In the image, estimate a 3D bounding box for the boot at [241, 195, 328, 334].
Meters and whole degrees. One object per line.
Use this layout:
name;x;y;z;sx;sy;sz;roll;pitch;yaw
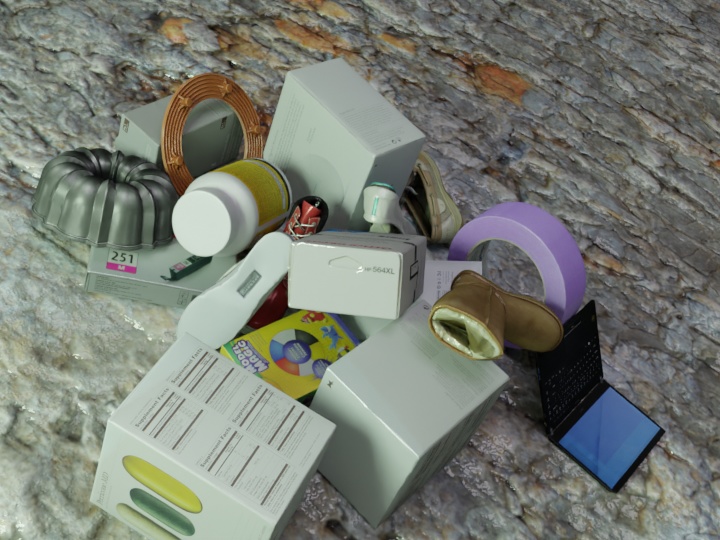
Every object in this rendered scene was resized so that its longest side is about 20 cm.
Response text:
boot;-0.103;-0.013;1.360;0.071;0.145;0.201;26;42;1

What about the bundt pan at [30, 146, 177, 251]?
bundt pan;-0.335;-0.106;1.347;0.198;0.077;0.203;14;22;-6

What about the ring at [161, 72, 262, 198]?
ring;-0.209;-0.183;1.464;0.019;0.204;0.200;5;27;37

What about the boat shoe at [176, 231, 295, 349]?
boat shoe;-0.154;0.027;1.294;0.071;0.200;0.070;43;6;2

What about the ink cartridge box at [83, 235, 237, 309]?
ink cartridge box;-0.266;-0.029;1.375;0.196;0.044;0.176;11;45;-16

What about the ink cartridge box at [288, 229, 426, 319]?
ink cartridge box;0.000;0.000;1.297;0.143;0.086;0.200;6;9;12

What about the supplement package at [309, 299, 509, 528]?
supplement package;0.050;0.172;1.237;0.151;0.152;0.199;41;43;18

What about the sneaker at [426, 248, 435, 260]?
sneaker;0.091;0.046;1.456;0.086;0.077;0.201;-12;43;-26

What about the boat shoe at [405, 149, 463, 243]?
boat shoe;0.094;-0.126;1.630;0.062;0.073;0.203;-5;57;-36

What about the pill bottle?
pill bottle;-0.174;-0.084;1.366;0.111;0.114;0.200;31;20;7

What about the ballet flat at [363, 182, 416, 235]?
ballet flat;0.036;-0.061;1.451;0.068;0.200;0.071;-3;71;10

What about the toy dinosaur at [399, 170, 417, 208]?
toy dinosaur;0.021;-0.173;1.607;0.076;0.103;0.201;-23;70;-42

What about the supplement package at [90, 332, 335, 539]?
supplement package;-0.159;0.208;1.085;0.198;0.153;0.151;30;42;6

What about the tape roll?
tape roll;0.223;0.007;1.454;0.200;0.202;0.065;41;43;19

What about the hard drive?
hard drive;0.070;0.045;1.400;0.195;0.026;0.134;1;56;7

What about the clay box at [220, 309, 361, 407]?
clay box;-0.093;0.123;1.290;0.198;0.048;0.115;-23;59;-36

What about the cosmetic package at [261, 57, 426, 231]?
cosmetic package;-0.034;-0.171;1.513;0.122;0.201;0.200;-26;61;-41

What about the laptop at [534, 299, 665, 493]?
laptop;0.339;0.172;1.413;0.102;0.204;0.176;5;25;39

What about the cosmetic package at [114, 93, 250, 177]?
cosmetic package;-0.266;-0.199;1.501;0.090;0.108;0.199;36;44;15

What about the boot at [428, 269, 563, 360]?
boot;0.172;0.074;1.260;0.172;0.067;0.200;25;16;5
